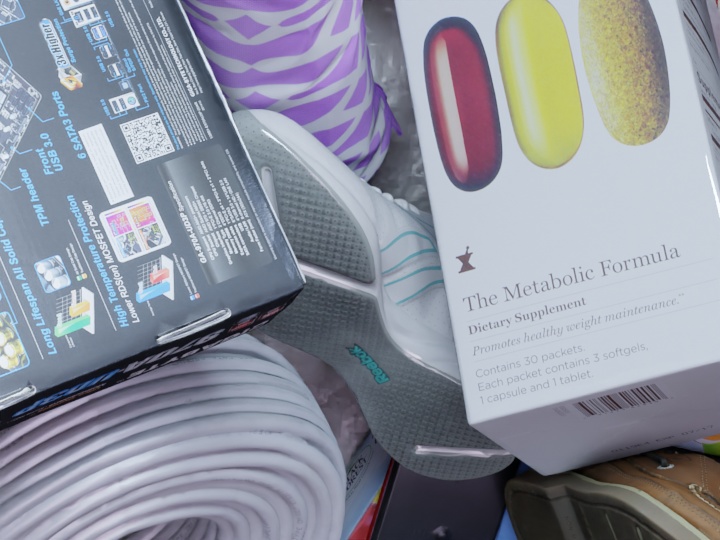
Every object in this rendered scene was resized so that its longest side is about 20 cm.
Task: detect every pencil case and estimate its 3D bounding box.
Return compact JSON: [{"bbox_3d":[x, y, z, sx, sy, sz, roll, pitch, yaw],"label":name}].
[{"bbox_3d":[-0.031,-0.099,0.837,0.085,0.084,0.200,-30,156,-12],"label":"pencil case"}]

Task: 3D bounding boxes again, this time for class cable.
[{"bbox_3d":[-0.102,0.107,0.865,0.199,0.069,0.200,-14,143,-26],"label":"cable"}]

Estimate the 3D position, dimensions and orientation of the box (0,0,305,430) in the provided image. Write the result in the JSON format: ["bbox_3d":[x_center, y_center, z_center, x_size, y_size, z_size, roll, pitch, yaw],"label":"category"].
[{"bbox_3d":[-0.130,-0.051,0.707,0.159,0.046,0.201,-22,82,-25],"label":"box"}]

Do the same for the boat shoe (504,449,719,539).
[{"bbox_3d":[0.126,0.102,0.848,0.068,0.200,0.072,-22,106,-17],"label":"boat shoe"}]

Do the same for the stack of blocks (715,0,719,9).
[{"bbox_3d":[0.154,-0.214,0.804,0.058,0.115,0.201,-5,133,3],"label":"stack of blocks"}]

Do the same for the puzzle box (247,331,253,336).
[{"bbox_3d":[-0.117,0.033,0.949,0.132,0.025,0.201,12,107,-13],"label":"puzzle box"}]

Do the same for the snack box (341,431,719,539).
[{"bbox_3d":[0.076,0.098,0.991,0.142,0.053,0.200,28,103,-19],"label":"snack box"}]

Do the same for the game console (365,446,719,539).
[{"bbox_3d":[0.091,0.156,0.971,0.199,0.031,0.178,13,108,-16],"label":"game console"}]

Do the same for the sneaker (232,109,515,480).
[{"bbox_3d":[0.000,0.000,0.868,0.070,0.080,0.200,-18,130,27],"label":"sneaker"}]

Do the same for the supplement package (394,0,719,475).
[{"bbox_3d":[0.090,-0.036,0.839,0.113,0.110,0.201,-16,70,15],"label":"supplement package"}]
